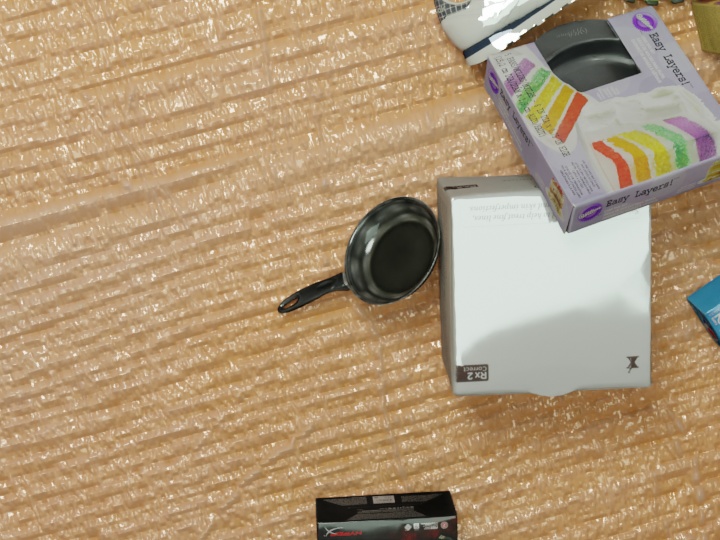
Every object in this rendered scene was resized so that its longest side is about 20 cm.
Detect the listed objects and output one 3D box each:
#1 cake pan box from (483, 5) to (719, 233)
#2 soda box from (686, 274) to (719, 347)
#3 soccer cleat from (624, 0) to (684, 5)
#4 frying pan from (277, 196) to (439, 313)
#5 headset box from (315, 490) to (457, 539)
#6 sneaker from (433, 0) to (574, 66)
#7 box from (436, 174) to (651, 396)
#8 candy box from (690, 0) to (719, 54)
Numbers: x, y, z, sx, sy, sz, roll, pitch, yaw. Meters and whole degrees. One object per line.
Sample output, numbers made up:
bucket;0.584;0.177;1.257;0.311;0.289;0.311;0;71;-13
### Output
cake pan box;0.235;-0.149;1.282;0.183;0.052;0.201;-16;59;-12
soda box;0.439;0.003;1.386;0.199;0.068;0.064;-35;103;5
soccer cleat;0.334;-0.315;1.321;0.198;0.065;0.085;-13;84;2
frying pan;0.009;0.009;1.359;0.190;0.115;0.031;-48;139;11
headset box;0.029;0.343;1.439;0.147;0.077;0.202;-2;101;-2
sneaker;0.168;-0.281;1.312;0.199;0.076;0.081;-33;93;3
box;0.179;0.009;1.344;0.197;0.131;0.202;-3;103;-2
candy box;0.394;-0.240;1.263;0.116;0.200;0.057;-16;103;1
